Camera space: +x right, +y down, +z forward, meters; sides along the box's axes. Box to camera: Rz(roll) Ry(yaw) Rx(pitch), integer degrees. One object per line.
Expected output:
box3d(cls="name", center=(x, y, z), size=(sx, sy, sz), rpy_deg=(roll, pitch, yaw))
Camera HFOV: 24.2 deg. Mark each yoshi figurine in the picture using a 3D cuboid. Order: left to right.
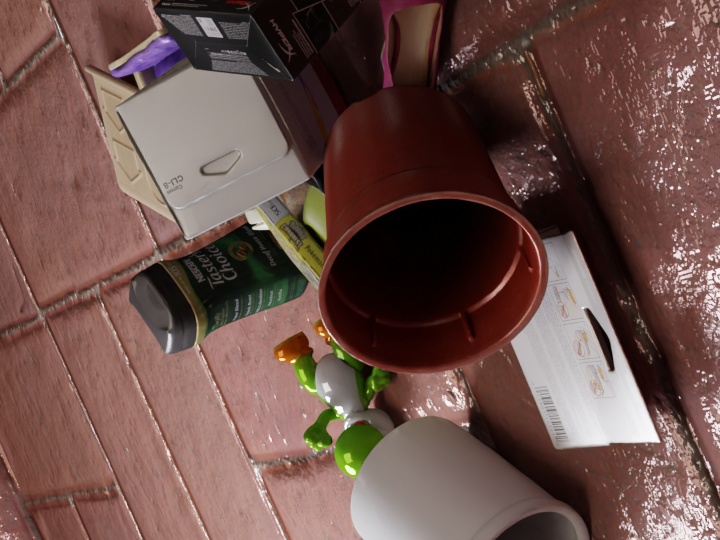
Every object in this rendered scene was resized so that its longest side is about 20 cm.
box3d(cls="yoshi figurine", center=(-0.017, 0.154, 1.902), size=(0.201, 0.111, 0.112), rpy_deg=(60, 146, 3))

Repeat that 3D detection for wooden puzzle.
box3d(cls="wooden puzzle", center=(-0.276, -0.165, 2.175), size=(0.185, 0.046, 0.202), rpy_deg=(29, 140, 50))

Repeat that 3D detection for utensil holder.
box3d(cls="utensil holder", center=(0.105, 0.264, 1.703), size=(0.200, 0.169, 0.172), rpy_deg=(34, 140, 47))

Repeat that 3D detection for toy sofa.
box3d(cls="toy sofa", center=(-0.209, -0.232, 1.936), size=(0.199, 0.097, 0.084), rpy_deg=(-15, 99, 62))

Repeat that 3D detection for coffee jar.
box3d(cls="coffee jar", center=(-0.165, 0.016, 1.946), size=(0.105, 0.199, 0.086), rpy_deg=(50, 150, 24))

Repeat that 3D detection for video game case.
box3d(cls="video game case", center=(-0.039, 0.007, 1.811), size=(0.181, 0.025, 0.200), rpy_deg=(49, 175, 26))

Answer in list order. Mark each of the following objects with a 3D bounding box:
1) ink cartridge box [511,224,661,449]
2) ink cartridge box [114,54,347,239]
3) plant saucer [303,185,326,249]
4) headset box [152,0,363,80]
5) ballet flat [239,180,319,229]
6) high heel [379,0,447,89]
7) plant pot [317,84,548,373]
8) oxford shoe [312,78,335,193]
box3d(cls="ink cartridge box", center=(0.196, 0.059, 1.504), size=(0.176, 0.044, 0.202), rpy_deg=(-15, 99, 63))
box3d(cls="ink cartridge box", center=(-0.116, -0.147, 1.610), size=(0.146, 0.144, 0.200), rpy_deg=(61, -161, -12))
box3d(cls="plant saucer", center=(0.000, 0.000, 1.734), size=(0.200, 0.031, 0.200), rpy_deg=(50, 174, 7))
box3d(cls="headset box", center=(-0.060, -0.263, 1.449), size=(0.148, 0.200, 0.078), rpy_deg=(12, 145, 48))
box3d(cls="ballet flat", center=(-0.113, -0.075, 1.924), size=(0.199, 0.067, 0.069), rpy_deg=(12, 123, 57))
box3d(cls="high heel", center=(0.049, -0.199, 1.507), size=(0.200, 0.067, 0.097), rpy_deg=(112, 149, -60))
box3d(cls="plant pot", center=(0.050, -0.050, 1.487), size=(0.196, 0.198, 0.202), rpy_deg=(-101, 9, -48))
box3d(cls="oxford shoe", center=(-0.057, -0.160, 1.746), size=(0.201, 0.073, 0.071), rpy_deg=(53, 151, 22))
